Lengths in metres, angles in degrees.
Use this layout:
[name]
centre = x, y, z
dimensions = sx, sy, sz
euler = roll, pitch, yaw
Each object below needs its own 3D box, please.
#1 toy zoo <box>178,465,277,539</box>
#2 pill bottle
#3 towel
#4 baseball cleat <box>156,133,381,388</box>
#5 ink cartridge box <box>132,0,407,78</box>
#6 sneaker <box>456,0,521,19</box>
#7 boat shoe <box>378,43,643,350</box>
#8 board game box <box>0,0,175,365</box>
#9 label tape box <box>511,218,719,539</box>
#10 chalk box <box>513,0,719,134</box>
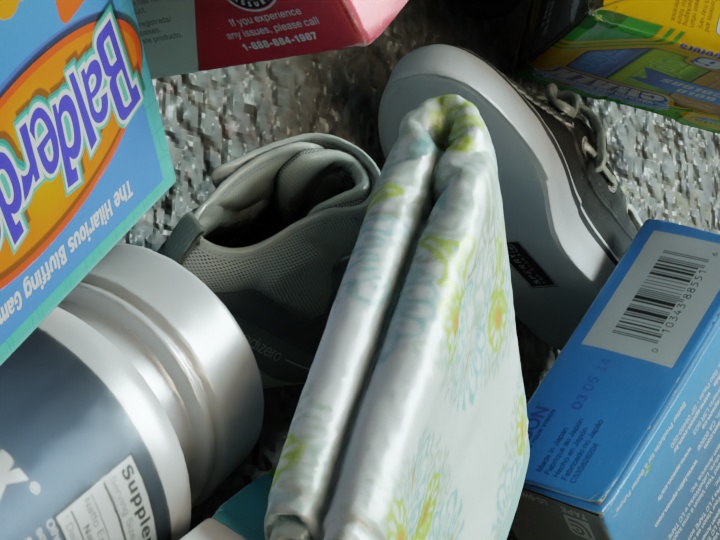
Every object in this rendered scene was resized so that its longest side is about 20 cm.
[toy zoo]
centre = -0.069, 0.133, 0.790
dimensions = 0.132, 0.020, 0.200
euler = -59, 172, 15
[pill bottle]
centre = -0.123, 0.075, 0.770
dimensions = 0.200, 0.119, 0.120
euler = -41, 118, -45
[towel]
centre = 0.019, 0.068, 0.861
dimensions = 0.172, 0.048, 0.201
euler = 84, 18, -46
[baseball cleat]
centre = 0.000, 0.000, 0.936
dimensions = 0.200, 0.107, 0.070
euler = -10, 51, -50
[ink cartridge box]
centre = -0.063, -0.187, 0.841
dimensions = 0.145, 0.145, 0.201
euler = -54, 127, -38
[sneaker]
centre = 0.019, -0.172, 0.997
dimensions = 0.200, 0.070, 0.083
euler = 43, 50, -43
[boat shoe]
centre = 0.073, -0.042, 1.052
dimensions = 0.199, 0.073, 0.068
euler = 46, 51, -41
[board game box]
centre = -0.124, -0.081, 0.721
dimensions = 0.152, 0.045, 0.201
euler = -53, 138, -53
[label tape box]
centre = 0.141, 0.100, 1.076
dimensions = 0.144, 0.063, 0.200
euler = -54, 138, -26
[chalk box]
centre = 0.145, -0.133, 1.064
dimensions = 0.123, 0.200, 0.125
euler = 14, 85, -6
